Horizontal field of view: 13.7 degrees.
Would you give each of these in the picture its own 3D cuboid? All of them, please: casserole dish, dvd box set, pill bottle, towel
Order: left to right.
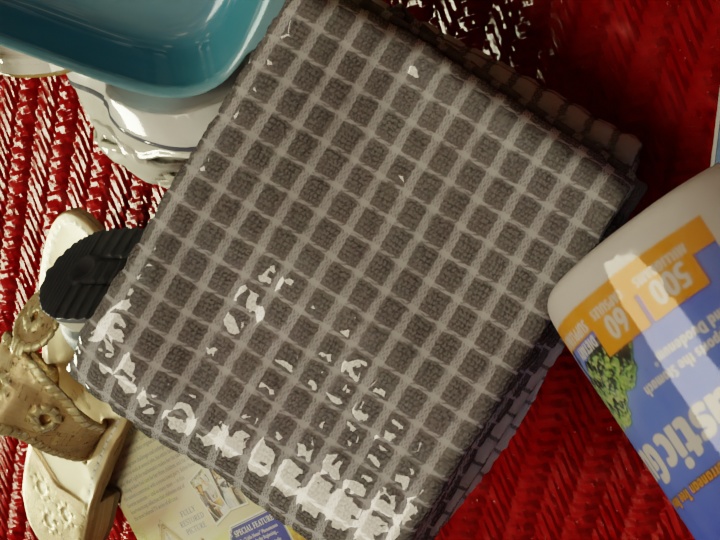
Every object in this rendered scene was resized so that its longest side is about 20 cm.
[{"bbox_3d":[-0.117,-0.147,1.199,0.039,0.199,0.122,-102,34,-65],"label":"casserole dish"},{"bbox_3d":[-0.068,0.112,1.468,0.146,0.029,0.201,-32,86,54],"label":"dvd box set"},{"bbox_3d":[0.000,0.000,1.175,0.165,0.086,0.201,32,96,12],"label":"towel"},{"bbox_3d":[0.164,0.064,1.072,0.201,0.112,0.112,57,143,11],"label":"pill bottle"}]

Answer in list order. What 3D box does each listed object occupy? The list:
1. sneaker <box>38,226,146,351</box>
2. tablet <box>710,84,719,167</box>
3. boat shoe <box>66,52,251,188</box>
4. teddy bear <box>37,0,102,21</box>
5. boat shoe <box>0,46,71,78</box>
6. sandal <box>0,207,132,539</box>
[{"bbox_3d":[-0.047,0.034,1.303,0.199,0.070,0.082,15,149,41],"label":"sneaker"},{"bbox_3d":[0.179,0.012,1.128,0.130,0.014,0.201,31,131,37],"label":"tablet"},{"bbox_3d":[-0.085,-0.069,1.321,0.200,0.072,0.066,24,137,63],"label":"boat shoe"},{"bbox_3d":[-0.186,-0.141,1.290,0.200,0.067,0.145,-34,97,40],"label":"teddy bear"},{"bbox_3d":[-0.163,-0.145,1.367,0.200,0.071,0.070,36,143,54],"label":"boat shoe"},{"bbox_3d":[-0.158,0.072,1.469,0.078,0.069,0.213,39,139,31],"label":"sandal"}]
